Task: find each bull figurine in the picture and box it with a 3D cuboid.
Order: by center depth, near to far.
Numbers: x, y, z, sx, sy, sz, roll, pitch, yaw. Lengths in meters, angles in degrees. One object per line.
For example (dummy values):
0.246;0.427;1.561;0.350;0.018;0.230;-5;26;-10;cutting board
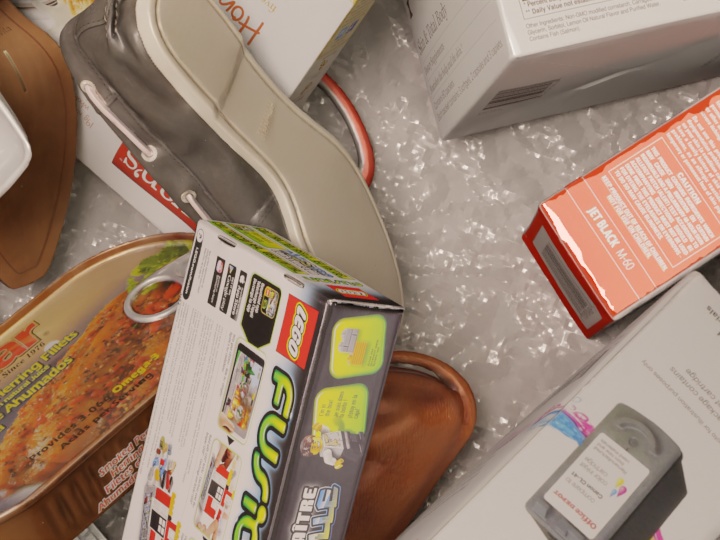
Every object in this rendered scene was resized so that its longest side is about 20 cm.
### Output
-0.034;0.114;0.918;0.121;0.065;0.200;34;84;8;bull figurine

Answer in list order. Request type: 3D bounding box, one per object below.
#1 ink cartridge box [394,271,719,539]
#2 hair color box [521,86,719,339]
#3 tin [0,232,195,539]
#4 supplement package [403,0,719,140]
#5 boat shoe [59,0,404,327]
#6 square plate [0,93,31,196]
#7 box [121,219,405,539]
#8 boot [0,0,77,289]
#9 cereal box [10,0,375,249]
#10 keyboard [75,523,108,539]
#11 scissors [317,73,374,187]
0.075;0.110;0.839;0.086;0.148;0.200;46;58;3;ink cartridge box
0.172;-0.051;0.911;0.200;0.111;0.064;-32;84;-3;hair color box
-0.126;0.057;0.884;0.200;0.042;0.112;-40;43;-25;tin
0.091;-0.182;0.895;0.151;0.152;0.200;-14;83;-11;supplement package
-0.051;-0.042;0.872;0.057;0.200;0.067;-13;38;34;boat shoe
-0.235;-0.075;0.891;0.198;0.028;0.200;-42;78;37;square plate
-0.049;0.091;0.809;0.035;0.110;0.200;7;103;-34;box
-0.203;-0.102;0.927;0.146;0.070;0.200;18;119;37;boot
-0.077;-0.124;0.901;0.144;0.040;0.200;41;125;5;cereal box
-0.121;0.159;0.942;0.056;0.011;0.200;-41;84;-3;keyboard
0.000;0.000;0.955;0.073;0.014;0.200;-31;84;-2;scissors
